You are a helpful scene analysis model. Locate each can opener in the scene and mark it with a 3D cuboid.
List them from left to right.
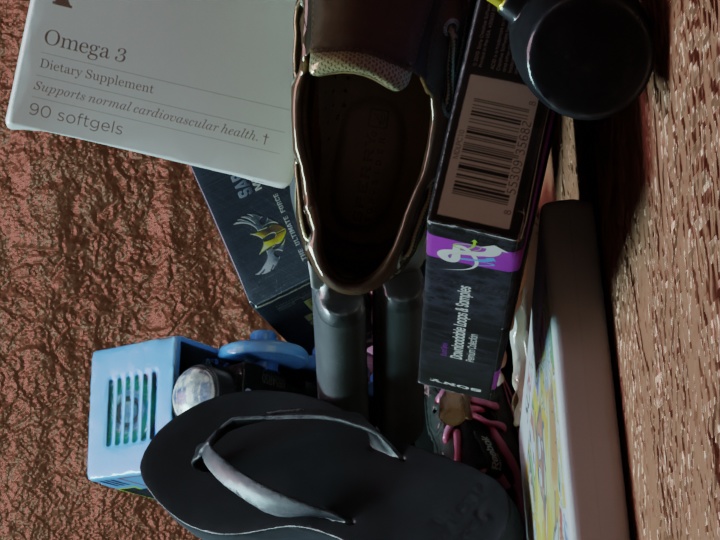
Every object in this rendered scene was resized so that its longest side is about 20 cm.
[{"bbox_3d":[0.000,0.000,1.035,0.200,0.053,0.067,89,167,-52],"label":"can opener"}]

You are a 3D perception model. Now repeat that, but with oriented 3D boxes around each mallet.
[{"bbox_3d":[-0.001,-0.109,0.700,0.041,0.200,0.066,-59,0,13],"label":"mallet"}]

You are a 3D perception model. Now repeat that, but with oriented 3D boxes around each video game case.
[{"bbox_3d":[0.079,0.106,0.881,0.182,0.023,0.201,89,179,-58],"label":"video game case"}]

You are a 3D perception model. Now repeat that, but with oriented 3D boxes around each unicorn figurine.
[{"bbox_3d":[0.055,0.002,1.106,0.200,0.074,0.138,174,95,-73],"label":"unicorn figurine"}]

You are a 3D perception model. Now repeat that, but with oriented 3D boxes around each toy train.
[{"bbox_3d":[-0.047,0.085,1.220,0.200,0.114,0.087,22,-115,-53],"label":"toy train"}]

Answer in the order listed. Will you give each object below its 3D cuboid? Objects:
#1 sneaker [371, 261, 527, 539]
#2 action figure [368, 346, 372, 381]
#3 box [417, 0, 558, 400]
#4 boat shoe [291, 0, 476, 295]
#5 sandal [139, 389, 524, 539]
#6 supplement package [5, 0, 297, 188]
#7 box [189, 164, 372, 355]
[{"bbox_3d":[0.055,0.077,1.171,0.095,0.079,0.201,158,102,-82],"label":"sneaker"},{"bbox_3d":[0.000,0.032,1.356,0.134,0.149,0.200,-46,-2,-44],"label":"action figure"},{"bbox_3d":[0.051,-0.048,0.836,0.200,0.036,0.143,86,-163,-72],"label":"box"},{"bbox_3d":[0.010,-0.086,0.851,0.075,0.074,0.203,-71,-16,-67],"label":"boat shoe"},{"bbox_3d":[-0.017,0.087,1.015,0.076,0.200,0.043,-59,-44,-24],"label":"sandal"},{"bbox_3d":[-0.061,-0.151,0.935,0.117,0.116,0.201,-96,19,-74],"label":"supplement package"},{"bbox_3d":[-0.056,-0.058,1.237,0.158,0.051,0.201,49,-163,-73],"label":"box"}]
